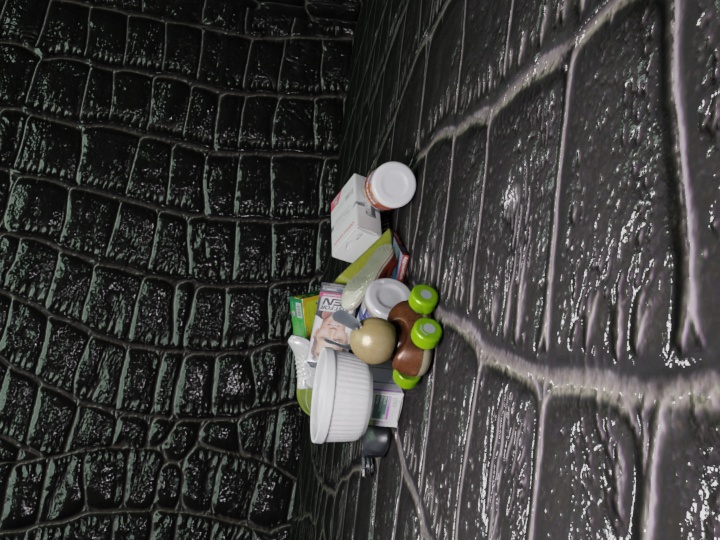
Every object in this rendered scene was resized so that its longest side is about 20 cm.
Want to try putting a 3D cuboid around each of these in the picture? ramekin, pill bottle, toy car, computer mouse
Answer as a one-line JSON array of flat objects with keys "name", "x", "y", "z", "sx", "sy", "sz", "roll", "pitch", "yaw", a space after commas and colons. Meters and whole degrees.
[{"name": "ramekin", "x": -0.040, "y": 0.268, "z": 1.307, "sx": 0.200, "sy": 0.104, "sz": 0.202, "roll": -173, "pitch": 90, "yaw": -80}, {"name": "pill bottle", "x": 0.046, "y": 0.119, "z": 1.398, "sx": 0.201, "sy": 0.110, "sz": 0.112, "roll": 108, "pitch": 167, "yaw": -49}, {"name": "toy car", "x": 0.035, "y": 0.118, "z": 1.166, "sx": 0.165, "sy": 0.199, "sz": 0.158, "roll": 107, "pitch": 168, "yaw": -45}, {"name": "computer mouse", "x": 0.025, "y": 0.406, "z": 1.455, "sx": 0.200, "sy": 0.052, "sz": 0.139, "roll": 114, "pitch": 163, "yaw": -62}, {"name": "pill bottle", "x": 0.068, "y": -0.211, "z": 1.563, "sx": 0.200, "sy": 0.111, "sz": 0.113, "roll": -164, "pitch": 82, "yaw": -81}]

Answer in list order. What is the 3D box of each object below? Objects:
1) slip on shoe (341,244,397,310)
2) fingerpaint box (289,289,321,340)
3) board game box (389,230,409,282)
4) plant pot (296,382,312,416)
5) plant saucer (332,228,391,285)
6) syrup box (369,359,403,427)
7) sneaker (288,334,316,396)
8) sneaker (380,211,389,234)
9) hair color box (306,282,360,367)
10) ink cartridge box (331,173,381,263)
[{"name": "slip on shoe", "x": 0.026, "y": 0.024, "z": 1.437, "sx": 0.200, "sy": 0.074, "sz": 0.061, "roll": -52, "pitch": -53, "yaw": -31}, {"name": "fingerpaint box", "x": -0.102, "y": 0.157, "z": 1.713, "sx": 0.073, "sy": 0.166, "sz": 0.202, "roll": 6, "pitch": 105, "yaw": 53}, {"name": "board game box", "x": 0.089, "y": -0.023, "z": 1.555, "sx": 0.200, "sy": 0.019, "sz": 0.104, "roll": -104, "pitch": 26, "yaw": -69}, {"name": "plant pot", "x": -0.061, "y": 0.362, "z": 1.709, "sx": 0.190, "sy": 0.199, "sz": 0.202, "roll": -148, "pitch": 66, "yaw": -68}, {"name": "plant saucer", "x": 0.000, "y": 0.000, "z": 1.609, "sx": 0.200, "sy": 0.048, "sz": 0.200, "roll": -44, "pitch": -2, "yaw": -26}, {"name": "syrup box", "x": 0.039, "y": 0.270, "z": 1.396, "sx": 0.200, "sy": 0.081, "sz": 0.079, "roll": -108, "pitch": 27, "yaw": -74}, {"name": "sneaker", "x": -0.134, "y": 0.255, "z": 1.578, "sx": 0.099, "sy": 0.201, "sz": 0.078, "roll": -45, "pitch": 25, "yaw": -26}, {"name": "sneaker", "x": 0.047, "y": -0.124, "z": 1.804, "sx": 0.200, "sy": 0.078, "sz": 0.091, "roll": -108, "pitch": 1, "yaw": -60}, {"name": "hair color box", "x": -0.060, "y": 0.135, "z": 1.471, "sx": 0.061, "sy": 0.099, "sz": 0.201, "roll": 73, "pitch": -155, "yaw": -66}, {"name": "ink cartridge box", "x": -0.014, "y": -0.143, "z": 1.703, "sx": 0.146, "sy": 0.084, "sz": 0.201, "roll": -46, "pitch": 34, "yaw": 43}]
